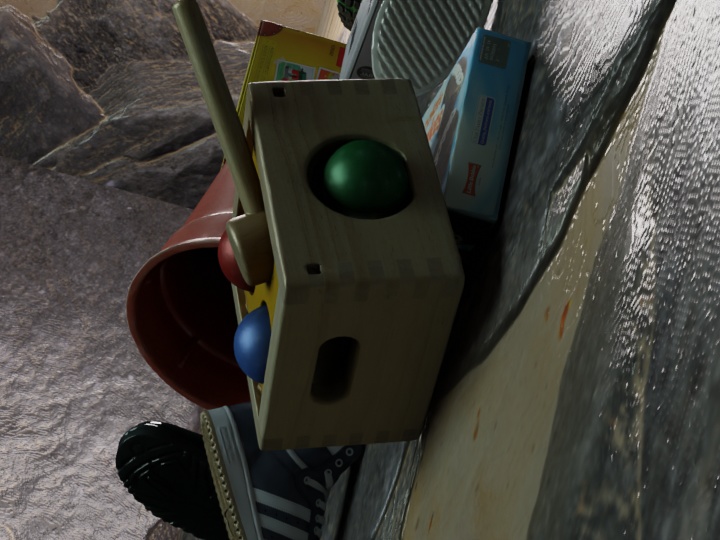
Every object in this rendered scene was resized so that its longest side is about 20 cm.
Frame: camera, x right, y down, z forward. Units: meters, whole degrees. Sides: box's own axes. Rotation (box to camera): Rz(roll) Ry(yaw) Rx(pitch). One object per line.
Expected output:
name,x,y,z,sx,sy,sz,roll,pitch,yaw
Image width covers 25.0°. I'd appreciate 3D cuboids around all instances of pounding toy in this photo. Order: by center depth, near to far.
pounding toy,-0.034,-0.027,0.948,0.200,0.142,0.184,102,161,-49

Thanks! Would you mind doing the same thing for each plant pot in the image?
plant pot,-0.067,-0.010,1.347,0.195,0.200,0.201,-69,1,-46

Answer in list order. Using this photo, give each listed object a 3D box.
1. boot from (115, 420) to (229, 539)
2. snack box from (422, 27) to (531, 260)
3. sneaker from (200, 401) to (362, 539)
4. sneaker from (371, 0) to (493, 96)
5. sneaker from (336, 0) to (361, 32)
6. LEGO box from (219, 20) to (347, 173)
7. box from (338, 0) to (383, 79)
boot,-0.119,0.149,1.396,0.076,0.200,0.168,-36,29,27
snack box,0.054,-0.058,1.024,0.200,0.037,0.116,124,160,-70
sneaker,-0.042,0.187,1.200,0.070,0.108,0.200,135,119,-72
sneaker,0.066,-0.216,1.193,0.114,0.073,0.201,-166,102,-87
sneaker,0.035,-0.347,1.754,0.085,0.078,0.200,-18,-48,-90
LEGO box,-0.057,-0.144,1.667,0.077,0.149,0.200,115,169,-55
box,0.032,-0.241,1.535,0.200,0.060,0.117,113,170,-52
